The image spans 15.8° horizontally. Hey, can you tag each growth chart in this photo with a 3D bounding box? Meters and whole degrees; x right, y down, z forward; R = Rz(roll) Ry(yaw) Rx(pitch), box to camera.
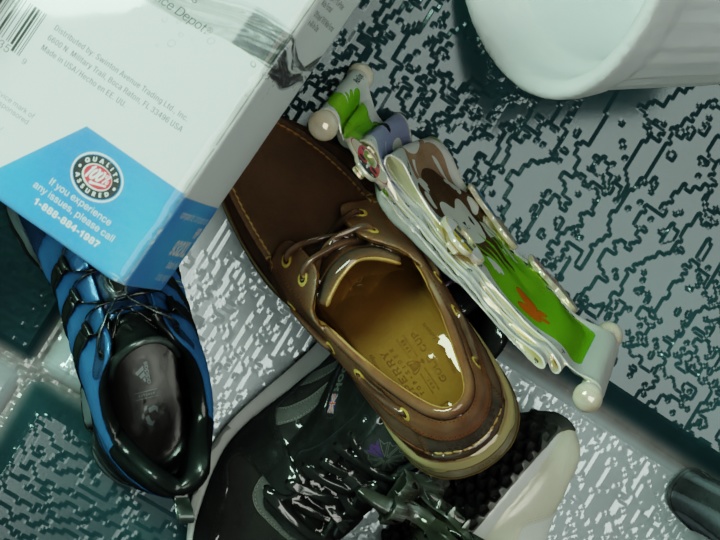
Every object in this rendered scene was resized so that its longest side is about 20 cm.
[{"bbox_3d":[0.051,-0.016,1.190,0.018,0.145,0.200,-41,101,16],"label":"growth chart"}]

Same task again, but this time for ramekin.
[{"bbox_3d":[0.130,-0.174,1.161,0.098,0.200,0.201,2,98,-27],"label":"ramekin"}]

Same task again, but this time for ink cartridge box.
[{"bbox_3d":[-0.092,-0.114,1.090,0.145,0.084,0.200,35,93,9],"label":"ink cartridge box"}]

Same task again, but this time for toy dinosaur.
[{"bbox_3d":[0.049,0.157,1.138,0.102,0.136,0.200,-42,154,-19],"label":"toy dinosaur"}]

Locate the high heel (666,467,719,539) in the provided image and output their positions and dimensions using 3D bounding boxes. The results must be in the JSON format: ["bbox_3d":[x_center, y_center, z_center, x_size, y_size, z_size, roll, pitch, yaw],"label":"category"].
[{"bbox_3d":[0.248,0.175,1.280,0.200,0.143,0.071,38,85,-20],"label":"high heel"}]

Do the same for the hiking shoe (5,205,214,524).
[{"bbox_3d":[-0.103,0.008,1.163,0.074,0.087,0.200,-22,105,-15],"label":"hiking shoe"}]

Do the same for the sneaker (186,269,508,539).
[{"bbox_3d":[-0.007,0.078,1.206,0.076,0.088,0.200,37,86,-20],"label":"sneaker"}]

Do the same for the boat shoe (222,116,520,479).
[{"bbox_3d":[0.000,0.001,1.158,0.072,0.068,0.200,-35,67,-4],"label":"boat shoe"}]

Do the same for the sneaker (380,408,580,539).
[{"bbox_3d":[0.053,0.162,1.256,0.093,0.070,0.200,37,88,-27],"label":"sneaker"}]
